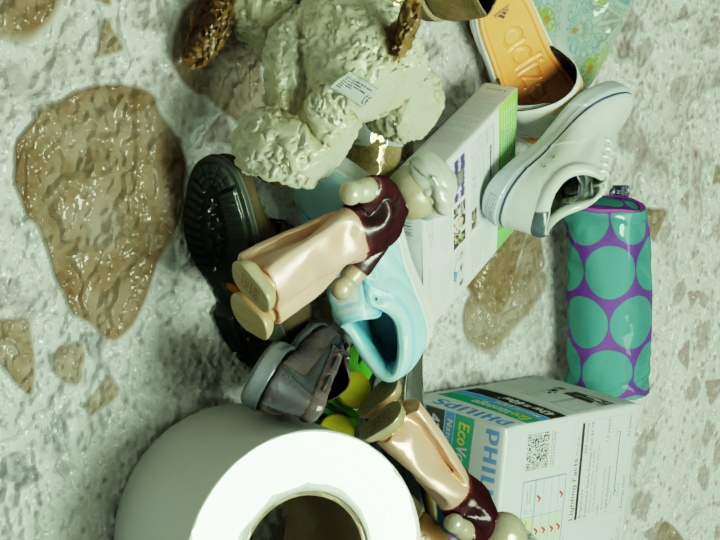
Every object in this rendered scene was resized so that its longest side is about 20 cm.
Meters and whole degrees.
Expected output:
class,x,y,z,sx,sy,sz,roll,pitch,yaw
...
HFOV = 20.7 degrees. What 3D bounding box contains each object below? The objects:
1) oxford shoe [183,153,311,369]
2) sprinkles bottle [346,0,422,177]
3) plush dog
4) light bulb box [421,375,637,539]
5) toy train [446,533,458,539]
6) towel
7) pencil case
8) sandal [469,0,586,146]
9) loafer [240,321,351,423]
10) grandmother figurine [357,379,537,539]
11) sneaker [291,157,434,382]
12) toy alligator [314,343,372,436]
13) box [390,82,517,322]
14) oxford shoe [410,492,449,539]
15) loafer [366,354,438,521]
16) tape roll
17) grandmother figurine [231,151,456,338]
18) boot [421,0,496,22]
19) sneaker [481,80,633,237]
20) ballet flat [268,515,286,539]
class,x,y,z,sx,sy,sz,roll,pitch,yaw
oxford shoe,-0.084,-0.020,1.537,0.084,0.072,0.201,-48,142,-33
sprinkles bottle,0.009,-0.154,1.606,0.068,0.068,0.202,2,98,-48
plush dog,-0.035,-0.180,1.481,0.199,0.172,0.161,-28,150,-38
light bulb box,0.138,0.211,1.792,0.199,0.124,0.200,-4,103,-47
toy train,0.058,0.306,1.683,0.201,0.150,0.056,57,20,10
towel,0.188,-0.283,1.788,0.200,0.048,0.172,47,64,-43
pencil case,0.231,0.025,1.874,0.085,0.092,0.202,-19,113,-41
sandal,0.154,-0.168,1.742,0.079,0.059,0.207,-36,135,0
loafer,-0.038,0.088,1.532,0.072,0.063,0.200,-62,170,10
grandmother figurine,0.078,0.180,1.618,0.200,0.060,0.122,47,25,-24
sneaker,0.000,0.000,1.566,0.201,0.073,0.082,59,29,-22
toy alligator,-0.019,0.092,1.649,0.054,0.059,0.201,22,72,-5
box,0.081,-0.055,1.680,0.200,0.036,0.145,-44,141,-49
oxford shoe,-0.004,0.279,1.635,0.200,0.071,0.071,-44,99,11
loafer,0.045,0.147,1.701,0.073,0.072,0.202,-32,127,-65
tape roll,-0.072,0.210,1.509,0.201,0.139,0.205,-3,97,-29
grandmother figurine,-0.006,-0.030,1.486,0.199,0.061,0.122,-33,161,-27
boot,0.058,-0.290,1.623,0.074,0.075,0.201,-50,130,-25
sneaker,0.189,-0.091,1.723,0.200,0.071,0.073,-44,152,-31
ballet flat,-0.076,0.250,1.631,0.200,0.046,0.068,-52,153,-19
